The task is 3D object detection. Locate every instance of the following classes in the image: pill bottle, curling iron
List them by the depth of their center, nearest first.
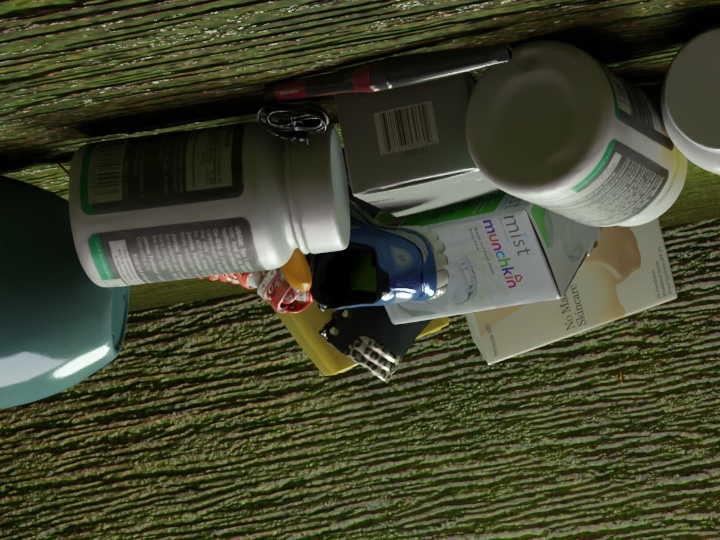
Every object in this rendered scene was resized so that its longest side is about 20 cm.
[{"bbox_3d":[0.015,-0.130,1.049,0.199,0.026,0.050,-14,137,29],"label":"curling iron"},{"bbox_3d":[0.287,-0.123,1.115,0.112,0.113,0.200,-10,177,22],"label":"pill bottle"},{"bbox_3d":[0.169,-0.094,1.123,0.112,0.114,0.200,-10,167,29],"label":"pill bottle"},{"bbox_3d":[-0.113,-0.053,1.155,0.198,0.114,0.113,-6,177,7],"label":"pill bottle"}]

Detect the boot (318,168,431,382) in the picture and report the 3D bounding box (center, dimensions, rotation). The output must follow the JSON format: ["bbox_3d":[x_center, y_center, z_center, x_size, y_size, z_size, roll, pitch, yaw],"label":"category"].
[{"bbox_3d":[0.001,0.001,1.483,0.203,0.154,0.073,37,-179,-17],"label":"boot"}]

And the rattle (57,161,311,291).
[{"bbox_3d":[-0.151,-0.032,1.258,0.198,0.144,0.130,2,154,-17],"label":"rattle"}]

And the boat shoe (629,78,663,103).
[{"bbox_3d":[0.279,-0.141,1.296,0.199,0.069,0.057,0,145,-48],"label":"boat shoe"}]

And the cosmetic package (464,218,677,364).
[{"bbox_3d":[0.195,0.004,1.456,0.199,0.106,0.071,-21,-159,-2],"label":"cosmetic package"}]

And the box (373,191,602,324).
[{"bbox_3d":[0.124,-0.049,1.371,0.176,0.097,0.200,-10,-154,34],"label":"box"}]

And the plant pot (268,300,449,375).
[{"bbox_3d":[-0.007,0.007,1.612,0.199,0.177,0.200,-23,179,-7],"label":"plant pot"}]

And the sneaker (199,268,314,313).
[{"bbox_3d":[-0.108,-0.006,1.404,0.200,0.109,0.067,-18,161,0],"label":"sneaker"}]

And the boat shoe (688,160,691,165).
[{"bbox_3d":[0.274,-0.123,1.454,0.074,0.069,0.200,-1,168,-5],"label":"boat shoe"}]

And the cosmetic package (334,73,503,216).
[{"bbox_3d":[0.052,-0.099,1.197,0.106,0.091,0.200,-12,173,11],"label":"cosmetic package"}]

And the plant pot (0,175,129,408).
[{"bbox_3d":[-0.266,0.022,1.255,0.134,0.202,0.200,4,176,0],"label":"plant pot"}]

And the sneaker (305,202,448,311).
[{"bbox_3d":[-0.019,-0.012,1.281,0.089,0.079,0.199,-13,-166,-38],"label":"sneaker"}]
